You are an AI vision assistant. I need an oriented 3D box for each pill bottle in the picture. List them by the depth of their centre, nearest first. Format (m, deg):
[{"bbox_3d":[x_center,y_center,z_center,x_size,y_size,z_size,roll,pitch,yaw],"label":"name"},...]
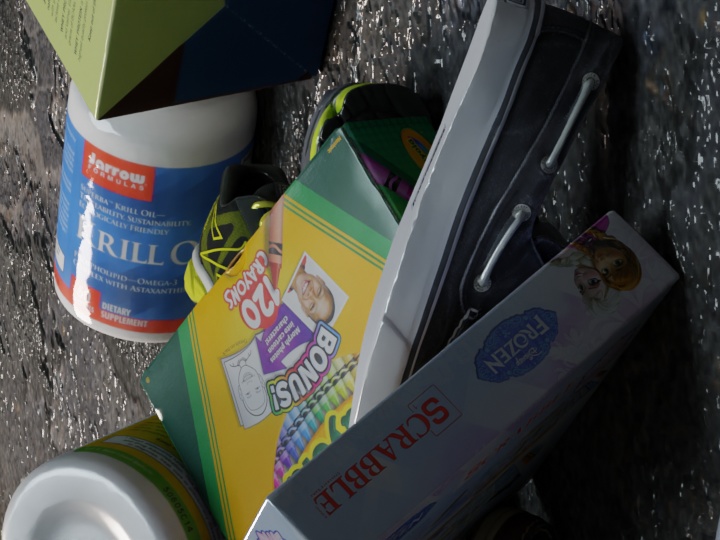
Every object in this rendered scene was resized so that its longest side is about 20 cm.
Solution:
[{"bbox_3d":[-0.079,0.122,1.385,0.111,0.200,0.112,9,107,31],"label":"pill bottle"},{"bbox_3d":[-0.119,-0.067,1.609,0.112,0.112,0.201,-117,28,-49],"label":"pill bottle"}]

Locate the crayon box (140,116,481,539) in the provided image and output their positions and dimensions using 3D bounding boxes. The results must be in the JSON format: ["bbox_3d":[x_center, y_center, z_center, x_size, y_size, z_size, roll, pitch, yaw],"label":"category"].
[{"bbox_3d":[-0.011,0.038,1.260,0.200,0.058,0.119,-50,61,38],"label":"crayon box"}]

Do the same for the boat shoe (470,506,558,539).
[{"bbox_3d":[0.079,0.202,1.170,0.072,0.072,0.201,-3,75,30],"label":"boat shoe"}]

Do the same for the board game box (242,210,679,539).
[{"bbox_3d":[0.021,0.088,1.108,0.041,0.200,0.200,45,149,11],"label":"board game box"}]

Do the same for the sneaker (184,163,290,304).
[{"bbox_3d":[-0.047,0.001,1.469,0.200,0.074,0.085,-138,53,-59],"label":"sneaker"}]

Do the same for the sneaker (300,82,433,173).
[{"bbox_3d":[0.000,0.000,1.358,0.081,0.073,0.201,-123,39,-72],"label":"sneaker"}]

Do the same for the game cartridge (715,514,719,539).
[{"bbox_3d":[0.166,0.171,0.935,0.200,0.041,0.134,-123,38,-55],"label":"game cartridge"}]

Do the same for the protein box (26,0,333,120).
[{"bbox_3d":[-0.106,-0.227,1.452,0.200,0.134,0.199,57,148,36],"label":"protein box"}]

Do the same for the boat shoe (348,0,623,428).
[{"bbox_3d":[0.051,-0.013,1.126,0.072,0.067,0.201,-88,18,-77],"label":"boat shoe"}]

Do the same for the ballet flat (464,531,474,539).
[{"bbox_3d":[0.030,0.178,1.219,0.072,0.067,0.201,86,-166,-58],"label":"ballet flat"}]
